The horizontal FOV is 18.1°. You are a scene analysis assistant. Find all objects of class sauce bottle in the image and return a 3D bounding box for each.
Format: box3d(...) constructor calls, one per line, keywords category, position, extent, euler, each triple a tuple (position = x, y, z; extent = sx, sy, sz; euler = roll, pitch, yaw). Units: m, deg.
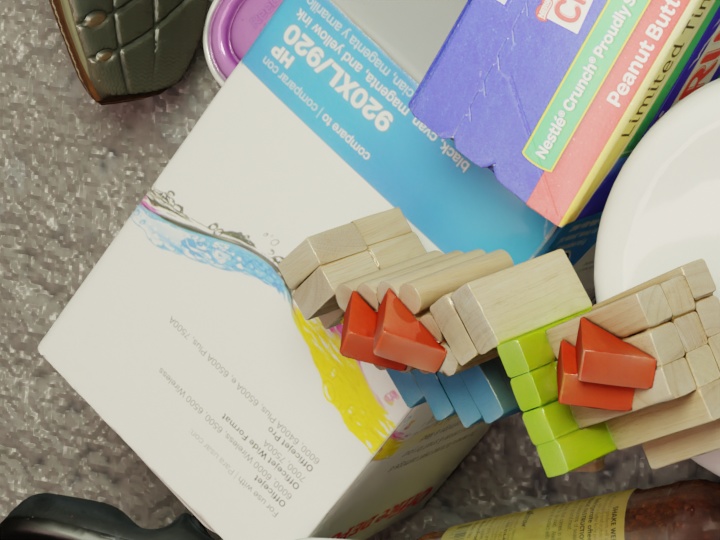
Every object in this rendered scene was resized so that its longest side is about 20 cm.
box3d(category="sauce bottle", position=(0.116, 0.122, 0.930), extent=(0.200, 0.066, 0.066), euler=(-15, 90, 29))

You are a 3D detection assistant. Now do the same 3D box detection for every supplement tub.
box3d(category="supplement tub", position=(0.180, -0.008, 0.806), extent=(0.144, 0.200, 0.145), euler=(4, 100, 26))

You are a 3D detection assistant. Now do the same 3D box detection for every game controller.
box3d(category="game controller", position=(-0.104, 0.145, 0.973), extent=(0.104, 0.200, 0.042), euler=(7, 65, -4))

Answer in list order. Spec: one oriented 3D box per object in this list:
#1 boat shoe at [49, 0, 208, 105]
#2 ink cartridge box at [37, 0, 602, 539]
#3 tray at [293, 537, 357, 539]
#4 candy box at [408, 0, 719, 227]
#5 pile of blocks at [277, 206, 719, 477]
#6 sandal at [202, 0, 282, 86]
box3d(category="boat shoe", position=(-0.120, -0.174, 1.010), extent=(0.074, 0.076, 0.200), euler=(-8, 90, 59))
box3d(category="ink cartridge box", position=(0.000, 0.000, 0.925), extent=(0.145, 0.147, 0.200), euler=(43, 112, 15))
box3d(category="tray", position=(0.002, 0.171, 0.929), extent=(0.107, 0.022, 0.200), euler=(5, 142, -12))
box3d(category="candy box", position=(0.120, -0.114, 0.823), extent=(0.077, 0.200, 0.169), euler=(37, 111, 17))
box3d(category="pile of blocks", position=(0.038, 0.032, 0.757), extent=(0.200, 0.062, 0.082), euler=(12, 114, 48))
box3d(category="sandal", position=(-0.002, -0.148, 0.960), extent=(0.082, 0.050, 0.203), euler=(42, 114, 15))
